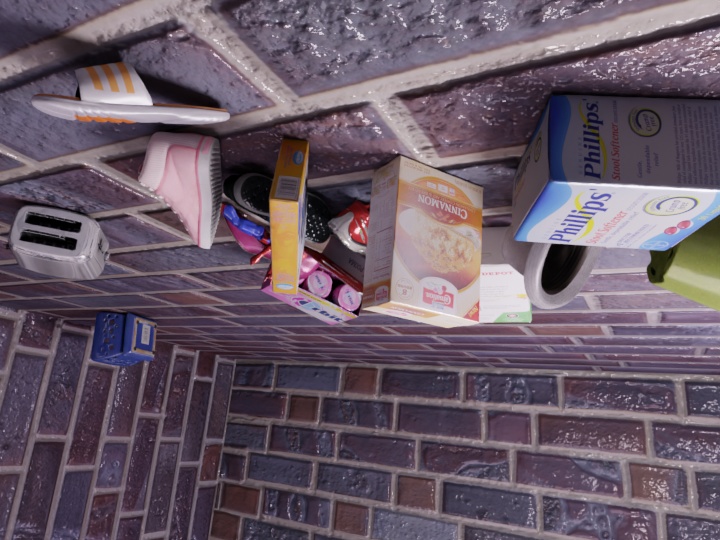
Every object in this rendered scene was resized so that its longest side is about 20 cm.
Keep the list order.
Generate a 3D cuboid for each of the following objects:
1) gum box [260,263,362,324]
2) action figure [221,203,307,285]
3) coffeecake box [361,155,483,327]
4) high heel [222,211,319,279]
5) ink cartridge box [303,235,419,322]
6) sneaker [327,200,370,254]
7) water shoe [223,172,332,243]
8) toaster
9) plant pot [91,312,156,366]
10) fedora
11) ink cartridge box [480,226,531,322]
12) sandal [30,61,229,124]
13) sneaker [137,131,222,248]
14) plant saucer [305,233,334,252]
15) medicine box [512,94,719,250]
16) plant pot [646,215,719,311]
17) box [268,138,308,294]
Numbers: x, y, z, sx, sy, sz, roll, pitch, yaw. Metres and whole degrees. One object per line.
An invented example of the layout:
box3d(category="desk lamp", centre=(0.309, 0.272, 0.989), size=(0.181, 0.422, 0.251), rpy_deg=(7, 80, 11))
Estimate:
box3d(category="gum box", centre=(-0.104, 0.039, 1.144), size=(0.199, 0.067, 0.113), rpy_deg=(28, 153, -24))
box3d(category="action figure", centre=(-0.190, -0.044, 0.920), size=(0.198, 0.100, 0.065), rpy_deg=(23, 175, -12))
box3d(category="coffeecake box", centre=(0.090, -0.034, 0.757), size=(0.152, 0.202, 0.073), rpy_deg=(14, 162, -29))
box3d(category="high heel", centre=(-0.161, -0.059, 0.995), size=(0.096, 0.068, 0.200), rpy_deg=(-35, 122, 8))
box3d(category="ink cartridge box", centre=(0.000, 0.000, 0.900), size=(0.199, 0.045, 0.176), rpy_deg=(35, -176, 41))
box3d(category="sneaker", centre=(0.027, -0.068, 0.906), size=(0.085, 0.077, 0.200), rpy_deg=(-43, 160, 16))
box3d(category="water shoe", centre=(-0.125, -0.105, 0.864), size=(0.079, 0.072, 0.199), rpy_deg=(21, 174, 44))
box3d(category="toaster", centre=(-0.606, -0.058, 1.079), size=(0.198, 0.115, 0.129), rpy_deg=(13, 159, -18))
box3d(category="plant pot", centre=(-0.953, 0.278, 2.223), size=(0.178, 0.202, 0.200), rpy_deg=(-7, 161, 16))
box3d(category="fedora", centre=(0.280, -0.039, 0.819), size=(0.090, 0.179, 0.199), rpy_deg=(30, -167, 40))
box3d(category="ink cartridge box", centre=(0.233, 0.013, 0.997), size=(0.144, 0.088, 0.200), rpy_deg=(-2, 147, 22))
box3d(category="sandal", centre=(-0.246, -0.194, 0.595), size=(0.205, 0.060, 0.079), rpy_deg=(-9, -168, -37))
box3d(category="sneaker", centre=(-0.254, -0.115, 0.772), size=(0.103, 0.076, 0.201), rpy_deg=(10, 142, -6))
box3d(category="plant saucer", centre=(-0.050, -0.050, 1.061), size=(0.198, 0.033, 0.200), rpy_deg=(5, 163, 1))
box3d(category="medicine box", centre=(0.292, -0.104, 0.626), size=(0.197, 0.104, 0.182), rpy_deg=(3, 164, 5))
box3d(category="plant pot", centre=(0.517, -0.018, 0.754), size=(0.188, 0.202, 0.200), rpy_deg=(16, 166, 12))
box3d(category="box", centre=(-0.097, -0.062, 0.746), size=(0.041, 0.120, 0.201), rpy_deg=(4, 140, -1))
